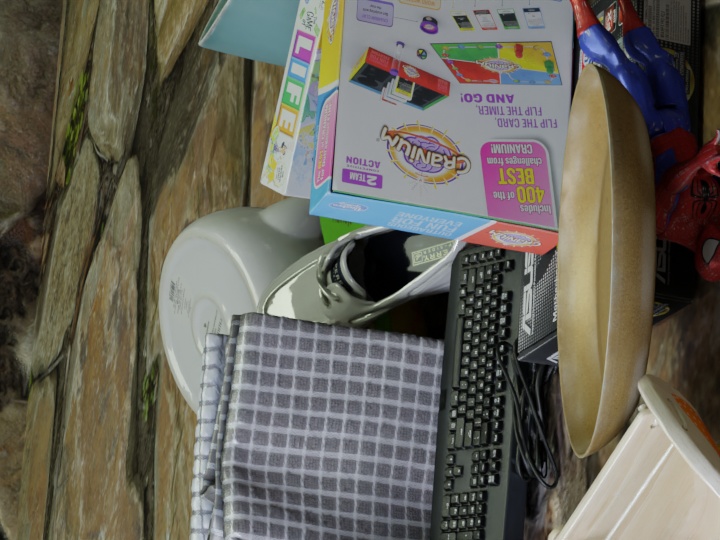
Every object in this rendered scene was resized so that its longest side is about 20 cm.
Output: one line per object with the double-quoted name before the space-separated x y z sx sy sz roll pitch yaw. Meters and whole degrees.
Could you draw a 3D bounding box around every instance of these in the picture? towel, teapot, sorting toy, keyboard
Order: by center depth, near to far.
"sorting toy" 0.158 0.189 1.050 0.201 0.106 0.180 -59 37 25
"keyboard" 0.079 0.076 1.388 0.104 0.039 0.202 -11 69 43
"towel" -0.009 0.120 1.446 0.086 0.198 0.167 155 122 -68
"teapot" -0.062 0.040 1.771 0.200 0.145 0.199 -28 76 54

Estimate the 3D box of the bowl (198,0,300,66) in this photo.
"bowl" -0.023 -0.223 1.568 0.202 0.105 0.201 -59 9 14

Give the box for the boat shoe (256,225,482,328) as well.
"boat shoe" 0.000 0.000 1.515 0.199 0.065 0.074 -26 70 27

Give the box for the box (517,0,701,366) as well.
"box" 0.146 -0.058 1.298 0.160 0.044 0.202 142 136 -65

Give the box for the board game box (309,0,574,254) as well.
"board game box" 0.052 -0.121 1.307 0.040 0.152 0.202 137 140 -65

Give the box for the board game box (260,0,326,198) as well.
"board game box" 0.041 -0.107 1.405 0.034 0.199 0.136 29 110 54

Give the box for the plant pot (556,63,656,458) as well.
"plant pot" 0.126 -0.005 1.122 0.200 0.027 0.202 -179 90 -88

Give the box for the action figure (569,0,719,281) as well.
"action figure" 0.173 -0.096 1.167 0.099 0.065 0.202 -43 57 52

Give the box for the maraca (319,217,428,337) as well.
"maraca" -0.005 0.030 1.616 0.137 0.106 0.202 -174 80 -68
